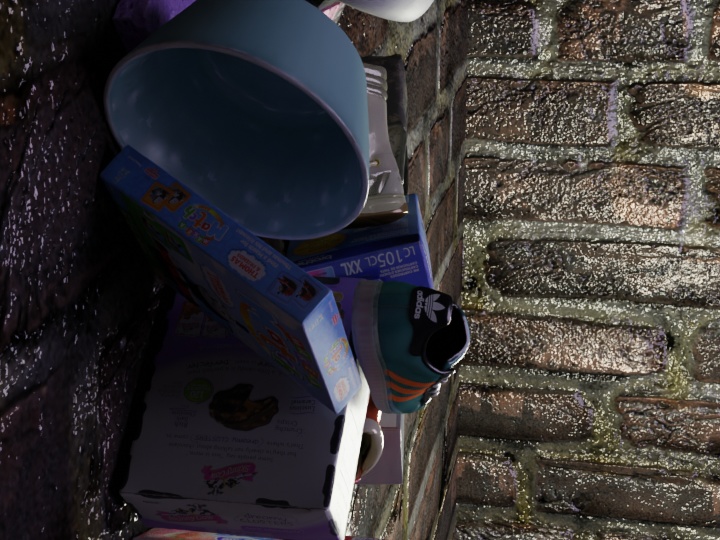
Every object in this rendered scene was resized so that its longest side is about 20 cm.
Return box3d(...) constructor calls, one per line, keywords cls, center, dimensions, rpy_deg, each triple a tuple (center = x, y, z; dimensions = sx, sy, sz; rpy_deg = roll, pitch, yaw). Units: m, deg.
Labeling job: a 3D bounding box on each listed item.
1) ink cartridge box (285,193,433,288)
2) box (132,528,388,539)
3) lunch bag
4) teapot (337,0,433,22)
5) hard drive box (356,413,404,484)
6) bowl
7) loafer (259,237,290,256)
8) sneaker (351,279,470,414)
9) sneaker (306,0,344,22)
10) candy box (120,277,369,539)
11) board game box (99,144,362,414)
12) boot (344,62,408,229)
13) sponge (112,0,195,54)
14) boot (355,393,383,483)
box3d(cls="ink cartridge box", center=(0.000, 0.000, 1.193), dimensions=(0.200, 0.134, 0.077), rpy_deg=(-89, 165, -70))
box3d(cls="box", center=(-0.080, 0.264, 1.019), dimensions=(0.103, 0.197, 0.096), rpy_deg=(12, 81, -79))
box3d(cls="lunch bag", center=(0.003, -0.137, 1.532), dimensions=(0.165, 0.116, 0.202), rpy_deg=(-88, -179, -51))
box3d(cls="teapot", center=(0.005, -0.342, 1.197), dimensions=(0.198, 0.198, 0.147), rpy_deg=(-111, -138, -60))
box3d(cls="hard drive box", center=(-0.031, 0.120, 1.284), dimensions=(0.201, 0.153, 0.078), rpy_deg=(-84, 173, -54))
box3d(cls="bowl", center=(-0.074, -0.124, 0.902), dimensions=(0.202, 0.198, 0.106), rpy_deg=(79, 26, -53))
box3d(cls="loafer", center=(-0.095, 0.028, 1.227), dimensions=(0.076, 0.067, 0.203), rpy_deg=(65, 15, -71))
box3d(cls="sneaker", center=(0.048, 0.067, 0.978), dimensions=(0.200, 0.079, 0.072), rpy_deg=(64, 32, -65))
box3d(cls="sneaker", center=(-0.064, -0.261, 1.251), dimensions=(0.200, 0.085, 0.081), rpy_deg=(-83, -161, -73))
box3d(cls="candy box", center=(-0.082, 0.106, 1.002), dimensions=(0.072, 0.165, 0.202), rpy_deg=(74, 23, -56))
box3d(cls="board game box", center=(-0.092, 0.008, 0.917), dimensions=(0.037, 0.199, 0.152), rpy_deg=(-48, 154, -18))
box3d(cls="boot", center=(-0.058, -0.115, 1.143), dimensions=(0.072, 0.197, 0.157), rpy_deg=(151, -66, -68))
box3d(cls="sponge", center=(-0.143, -0.169, 1.000), dimensions=(0.201, 0.029, 0.113), rpy_deg=(76, 19, -54))
box3d(cls="boot", center=(-0.030, 0.155, 1.114), dimensions=(0.201, 0.074, 0.108), rpy_deg=(118, -25, -45))
